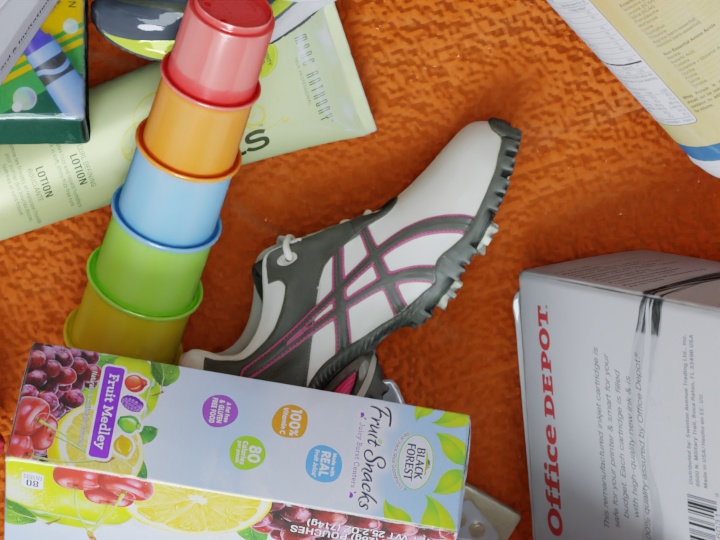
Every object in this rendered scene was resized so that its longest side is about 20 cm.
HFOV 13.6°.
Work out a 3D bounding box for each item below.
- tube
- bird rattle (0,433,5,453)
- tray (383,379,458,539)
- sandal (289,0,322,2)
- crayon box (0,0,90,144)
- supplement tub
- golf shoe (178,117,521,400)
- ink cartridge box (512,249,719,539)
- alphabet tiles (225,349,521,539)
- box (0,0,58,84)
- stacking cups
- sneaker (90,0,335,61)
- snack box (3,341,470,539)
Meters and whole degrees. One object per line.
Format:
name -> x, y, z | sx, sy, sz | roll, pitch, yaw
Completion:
tube -> -0.097, -0.068, 1.420 | 0.199, 0.058, 0.052 | -19, 61, -4
bird rattle -> -0.265, 0.065, 1.386 | 0.199, 0.163, 0.113 | 19, 118, 2
tray -> -0.058, 0.133, 1.475 | 0.199, 0.022, 0.108 | -22, 101, 1
sandal -> -0.070, -0.194, 1.332 | 0.206, 0.059, 0.079 | 40, 93, 24
crayon box -> -0.224, -0.122, 1.377 | 0.199, 0.052, 0.127 | -1, 78, -3
supplement tub -> 0.151, -0.154, 1.357 | 0.145, 0.145, 0.200 | -43, 108, 5
golf shoe -> 0.000, 0.000, 1.414 | 0.088, 0.077, 0.200 | 36, 83, -2
ink cartridge box -> 0.164, 0.075, 1.383 | 0.084, 0.200, 0.147 | -11, 104, -31
alphabet tiles -> -0.043, 0.163, 1.467 | 0.167, 0.008, 0.201 | 29, 98, -9
box -> -0.218, -0.135, 1.333 | 0.156, 0.041, 0.200 | 33, 77, 3
stacking cups -> -0.081, -0.041, 1.382 | 0.060, 0.061, 0.201 | 18, 123, -7
sneaker -> -0.035, -0.161, 1.384 | 0.199, 0.074, 0.081 | -25, 123, -5
snack box -> -0.060, 0.116, 1.370 | 0.199, 0.169, 0.068 | 11, 56, -2
